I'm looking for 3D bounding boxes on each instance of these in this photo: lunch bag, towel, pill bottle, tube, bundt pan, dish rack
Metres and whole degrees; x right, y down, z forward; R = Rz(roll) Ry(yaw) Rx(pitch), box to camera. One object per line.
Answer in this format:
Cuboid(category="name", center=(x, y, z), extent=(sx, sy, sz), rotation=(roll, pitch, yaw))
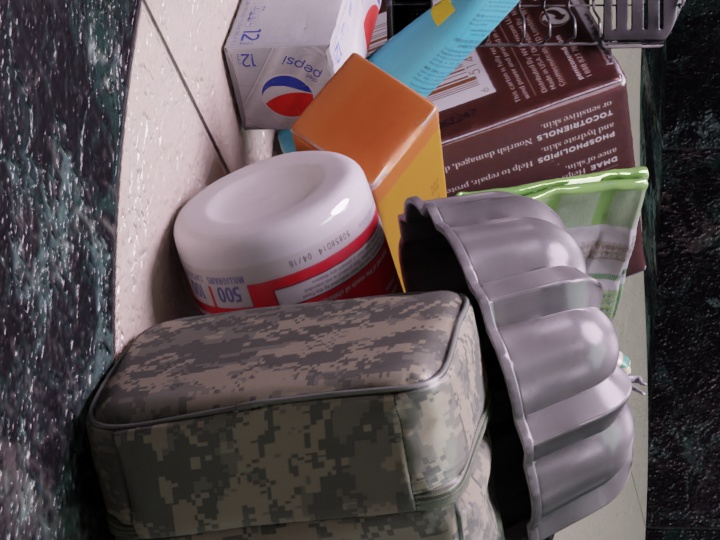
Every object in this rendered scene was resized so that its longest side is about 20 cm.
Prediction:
Cuboid(category="lunch bag", center=(-0.027, 0.113, 1.160), extent=(0.139, 0.198, 0.169), rotation=(-63, 143, -67))
Cuboid(category="towel", center=(0.118, 0.015, 1.598), extent=(0.201, 0.148, 0.031), rotation=(99, -26, -47))
Cuboid(category="pill bottle", center=(-0.023, 0.045, 1.287), extent=(0.112, 0.111, 0.201), rotation=(-66, 142, -60))
Cuboid(category="tube", center=(0.035, -0.130, 1.443), extent=(0.051, 0.200, 0.077), rotation=(52, 22, 4))
Cuboid(category="bundt pan", center=(0.088, 0.047, 1.242), extent=(0.202, 0.075, 0.204), rotation=(162, -90, -79))
Cuboid(category="dish rack", center=(0.115, -0.212, 1.493), extent=(0.055, 0.198, 0.155), rotation=(-89, 178, -82))

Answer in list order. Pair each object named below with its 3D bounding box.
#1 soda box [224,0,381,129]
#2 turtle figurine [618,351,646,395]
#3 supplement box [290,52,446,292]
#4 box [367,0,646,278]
Cuboid(category="soda box", center=(-0.027, -0.171, 1.441), extent=(0.201, 0.068, 0.064), rotation=(-76, 161, -48))
Cuboid(category="turtle figurine", center=(0.108, 0.071, 1.526), extent=(0.101, 0.149, 0.200), rotation=(64, -27, 12))
Cuboid(category="supplement box", center=(0.010, -0.048, 1.386), extent=(0.067, 0.069, 0.200), rotation=(-51, 161, -15))
Cuboid(category="box", center=(0.091, -0.092, 1.624), extent=(0.201, 0.163, 0.167), rotation=(75, -6, -49))
